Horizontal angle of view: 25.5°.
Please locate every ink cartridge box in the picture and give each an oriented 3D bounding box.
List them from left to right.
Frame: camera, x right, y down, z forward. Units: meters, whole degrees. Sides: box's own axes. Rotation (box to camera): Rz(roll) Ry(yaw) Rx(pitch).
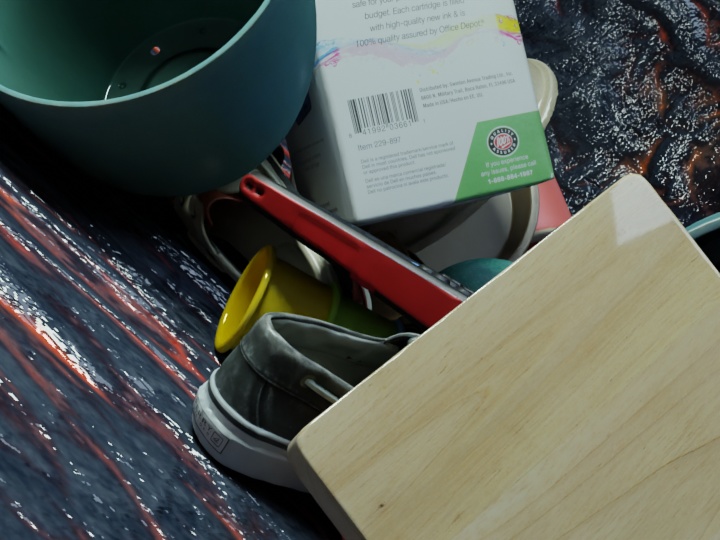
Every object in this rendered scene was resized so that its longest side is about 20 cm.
[{"bbox_3d":[0.022,-0.136,0.999,0.087,0.144,0.202,-11,-88,67],"label":"ink cartridge box"}]

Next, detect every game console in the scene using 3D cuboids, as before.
[{"bbox_3d":[0.038,0.011,0.834,0.176,0.031,0.200,36,3,18],"label":"game console"}]

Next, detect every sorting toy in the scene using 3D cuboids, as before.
[{"bbox_3d":[0.095,0.099,0.651,0.199,0.199,0.070,52,-27,4],"label":"sorting toy"}]

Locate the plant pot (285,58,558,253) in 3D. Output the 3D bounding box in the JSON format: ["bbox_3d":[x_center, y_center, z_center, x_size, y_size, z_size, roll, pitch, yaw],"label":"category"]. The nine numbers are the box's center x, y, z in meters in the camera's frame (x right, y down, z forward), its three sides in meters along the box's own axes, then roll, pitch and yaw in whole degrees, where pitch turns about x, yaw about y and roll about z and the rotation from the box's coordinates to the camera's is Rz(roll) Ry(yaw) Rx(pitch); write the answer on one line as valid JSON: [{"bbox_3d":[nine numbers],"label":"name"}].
[{"bbox_3d":[0.006,-0.139,1.128,0.184,0.200,0.201,45,6,-23],"label":"plant pot"}]

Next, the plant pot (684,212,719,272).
[{"bbox_3d":[0.226,0.051,0.885,0.200,0.200,0.188,40,14,0],"label":"plant pot"}]

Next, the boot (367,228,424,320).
[{"bbox_3d":[0.000,0.000,1.076,0.073,0.076,0.200,30,11,-37],"label":"boot"}]

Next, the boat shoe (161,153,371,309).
[{"bbox_3d":[-0.072,-0.033,0.957,0.200,0.071,0.062,48,13,16],"label":"boat shoe"}]

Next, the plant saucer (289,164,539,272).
[{"bbox_3d":[0.042,-0.057,1.256,0.200,0.200,0.030,43,-24,17],"label":"plant saucer"}]

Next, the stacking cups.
[{"bbox_3d":[0.023,0.061,0.820,0.199,0.061,0.061,30,11,-13],"label":"stacking cups"}]

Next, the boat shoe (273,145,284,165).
[{"bbox_3d":[-0.117,-0.098,1.104,0.072,0.072,0.200,38,-3,16],"label":"boat shoe"}]

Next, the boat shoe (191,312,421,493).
[{"bbox_3d":[0.022,0.066,0.710,0.199,0.071,0.072,13,34,-41],"label":"boat shoe"}]

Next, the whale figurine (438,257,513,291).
[{"bbox_3d":[0.117,0.067,1.139,0.200,0.104,0.159,43,4,-41],"label":"whale figurine"}]

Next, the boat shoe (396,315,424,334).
[{"bbox_3d":[0.082,0.109,0.906,0.199,0.075,0.068,34,39,8],"label":"boat shoe"}]

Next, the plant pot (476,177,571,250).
[{"bbox_3d":[0.088,-0.048,1.373,0.200,0.200,0.178,28,25,-55],"label":"plant pot"}]

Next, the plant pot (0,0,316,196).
[{"bbox_3d":[-0.113,-0.134,0.888,0.201,0.200,0.161,45,-11,27],"label":"plant pot"}]
